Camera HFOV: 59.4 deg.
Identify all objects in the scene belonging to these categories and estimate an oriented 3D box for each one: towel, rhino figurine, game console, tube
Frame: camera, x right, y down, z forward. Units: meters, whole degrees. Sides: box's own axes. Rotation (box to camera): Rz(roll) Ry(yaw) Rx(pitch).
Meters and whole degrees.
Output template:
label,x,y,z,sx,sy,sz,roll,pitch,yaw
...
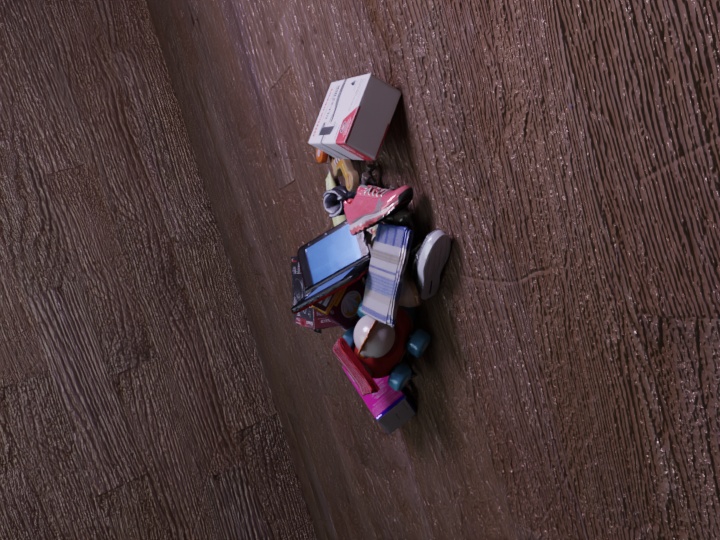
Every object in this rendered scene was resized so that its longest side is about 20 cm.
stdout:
label,x,y,z,sx,sy,sz,roll,pitch,yaw
towel,0.054,0.005,1.328,0.146,0.023,0.207,17,97,64
rhino figurine,0.059,-0.143,1.387,0.200,0.059,0.089,47,144,33
game console,-0.080,-0.015,1.442,0.197,0.172,0.121,-29,97,26
tube,-0.057,-0.157,1.677,0.057,0.051,0.206,-21,84,35
towel,-0.016,0.227,1.460,0.146,0.022,0.200,54,167,7

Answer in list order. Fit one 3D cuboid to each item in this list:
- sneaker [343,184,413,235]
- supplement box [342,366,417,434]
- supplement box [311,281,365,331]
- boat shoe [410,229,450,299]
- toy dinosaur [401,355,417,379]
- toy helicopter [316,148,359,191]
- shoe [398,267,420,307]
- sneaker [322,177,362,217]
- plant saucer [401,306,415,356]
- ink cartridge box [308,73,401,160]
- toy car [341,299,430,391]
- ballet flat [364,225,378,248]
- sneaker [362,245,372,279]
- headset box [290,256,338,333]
label,x,y,z,sx,sy,sz,roll,pitch,yaw
sneaker,0.026,-0.144,1.318,0.198,0.073,0.089,-26,91,47
supplement box,0.049,0.318,1.697,0.201,0.102,0.102,52,177,41
supplement box,-0.028,0.087,1.575,0.085,0.112,0.199,21,167,45
boat shoe,0.131,-0.020,1.295,0.071,0.071,0.203,52,154,28
toy dinosaur,0.096,0.234,1.608,0.105,0.075,0.200,67,-171,14
toy helicopter,-0.035,-0.266,1.462,0.134,0.077,0.203,112,148,-42
shoe,0.086,0.025,1.389,0.201,0.052,0.071,-105,-6,-68
sneaker,-0.046,-0.170,1.542,0.078,0.111,0.199,70,158,1
plant saucer,0.108,0.117,1.537,0.070,0.019,0.204,51,151,41
ink cartridge box,-0.017,-0.314,1.310,0.199,0.082,0.148,21,89,63
toy car,0.030,0.163,1.422,0.182,0.199,0.180,34,99,21
ballet flat,0.033,-0.086,1.468,0.065,0.074,0.199,-62,33,5
sneaker,0.000,0.001,1.577,0.203,0.109,0.077,60,156,24
headset box,-0.123,0.063,1.670,0.148,0.075,0.207,2,96,63
